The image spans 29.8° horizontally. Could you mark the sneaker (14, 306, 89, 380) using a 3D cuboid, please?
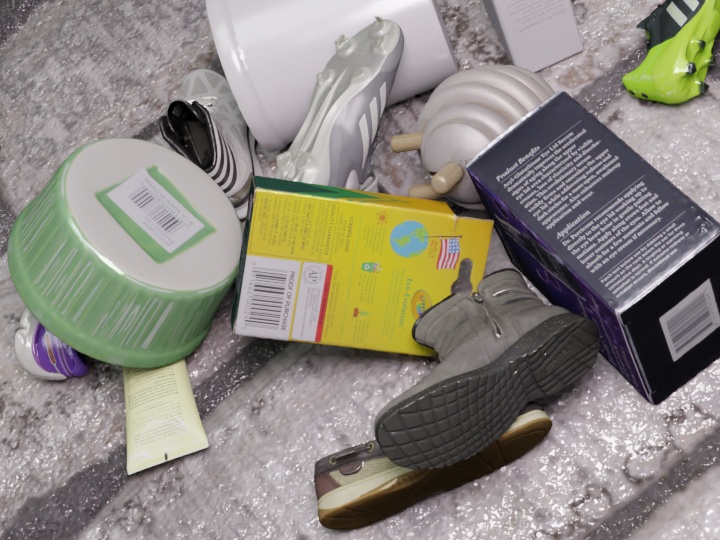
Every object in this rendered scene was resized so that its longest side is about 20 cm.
[{"bbox_3d":[-0.263,0.014,1.302,0.083,0.081,0.201,7,69,13],"label":"sneaker"}]

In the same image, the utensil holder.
[{"bbox_3d":[-0.023,-0.225,1.290,0.200,0.170,0.170,-19,52,7],"label":"utensil holder"}]

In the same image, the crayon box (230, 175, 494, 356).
[{"bbox_3d":[0.000,0.000,1.117,0.199,0.127,0.051,8,15,-10],"label":"crayon box"}]

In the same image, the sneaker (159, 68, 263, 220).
[{"bbox_3d":[-0.151,-0.153,1.326,0.076,0.115,0.201,-26,51,6],"label":"sneaker"}]

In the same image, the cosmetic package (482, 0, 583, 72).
[{"bbox_3d":[0.139,-0.284,1.234,0.074,0.200,0.102,-24,52,7],"label":"cosmetic package"}]

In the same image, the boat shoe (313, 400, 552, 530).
[{"bbox_3d":[0.051,0.139,1.062,0.200,0.073,0.065,-24,61,7],"label":"boat shoe"}]

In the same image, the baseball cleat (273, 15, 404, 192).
[{"bbox_3d":[-0.008,-0.121,1.193,0.070,0.106,0.200,20,74,45],"label":"baseball cleat"}]

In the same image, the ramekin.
[{"bbox_3d":[-0.200,-0.023,1.194,0.098,0.200,0.200,-49,39,38],"label":"ramekin"}]

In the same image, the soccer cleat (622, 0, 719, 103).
[{"bbox_3d":[0.300,-0.237,1.222,0.081,0.068,0.200,10,62,43],"label":"soccer cleat"}]

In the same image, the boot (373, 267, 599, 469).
[{"bbox_3d":[0.075,0.073,1.047,0.200,0.068,0.131,-27,30,-20],"label":"boot"}]

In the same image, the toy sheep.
[{"bbox_3d":[0.107,-0.112,1.174,0.138,0.138,0.200,7,36,27],"label":"toy sheep"}]

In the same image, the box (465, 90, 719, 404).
[{"bbox_3d":[0.194,-0.019,1.064,0.104,0.148,0.200,-38,50,-4],"label":"box"}]

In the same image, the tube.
[{"bbox_3d":[-0.189,0.086,1.227,0.058,0.052,0.200,-50,43,39],"label":"tube"}]
